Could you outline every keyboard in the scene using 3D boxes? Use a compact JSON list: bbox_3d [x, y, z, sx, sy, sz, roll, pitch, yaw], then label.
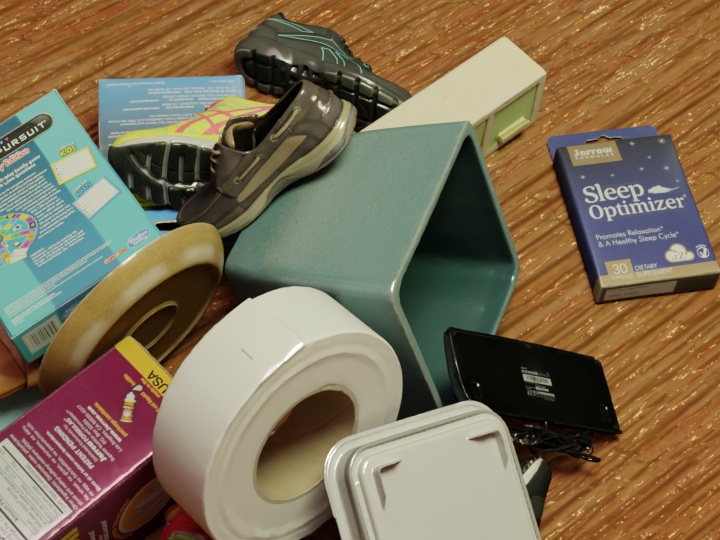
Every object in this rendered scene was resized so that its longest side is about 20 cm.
[{"bbox_3d":[0.143,0.113,1.377,0.198,0.040,0.105,13,54,-39],"label":"keyboard"}]

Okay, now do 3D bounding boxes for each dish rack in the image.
[{"bbox_3d":[0.072,0.209,1.238,0.170,0.043,0.203,-13,85,-31],"label":"dish rack"}]

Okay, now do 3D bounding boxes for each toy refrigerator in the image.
[{"bbox_3d":[0.089,-0.138,1.567,0.199,0.076,0.070,-36,64,-25],"label":"toy refrigerator"}]

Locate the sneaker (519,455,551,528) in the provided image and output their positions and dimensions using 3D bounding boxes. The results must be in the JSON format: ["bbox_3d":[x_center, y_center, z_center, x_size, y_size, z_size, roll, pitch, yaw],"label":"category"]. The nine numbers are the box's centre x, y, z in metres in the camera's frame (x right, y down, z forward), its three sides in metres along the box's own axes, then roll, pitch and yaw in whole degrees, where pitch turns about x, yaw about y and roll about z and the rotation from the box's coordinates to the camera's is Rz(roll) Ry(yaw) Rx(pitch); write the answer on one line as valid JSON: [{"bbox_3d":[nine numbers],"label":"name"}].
[{"bbox_3d":[0.114,0.244,1.324,0.090,0.070,0.200,47,51,-8],"label":"sneaker"}]

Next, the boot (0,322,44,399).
[{"bbox_3d":[-0.298,0.013,1.416,0.154,0.077,0.201,-29,69,-17],"label":"boot"}]

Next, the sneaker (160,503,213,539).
[{"bbox_3d":[-0.140,0.232,1.307,0.199,0.078,0.085,-30,57,-34],"label":"sneaker"}]

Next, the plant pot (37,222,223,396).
[{"bbox_3d":[-0.184,0.043,1.350,0.199,0.201,0.027,-38,72,-26],"label":"plant pot"}]

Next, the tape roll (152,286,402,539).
[{"bbox_3d":[-0.062,0.116,1.239,0.201,0.204,0.071,-34,50,-24],"label":"tape roll"}]

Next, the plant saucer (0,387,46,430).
[{"bbox_3d":[-0.336,0.068,1.425,0.197,0.028,0.202,2,56,-3],"label":"plant saucer"}]

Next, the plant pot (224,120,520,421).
[{"bbox_3d":[0.000,0.000,1.400,0.198,0.197,0.198,6,52,27],"label":"plant pot"}]

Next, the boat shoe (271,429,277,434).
[{"bbox_3d":[-0.005,0.166,1.342,0.198,0.057,0.067,21,48,27],"label":"boat shoe"}]

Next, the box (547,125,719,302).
[{"bbox_3d":[0.261,-0.066,1.558,0.119,0.033,0.202,-7,55,-9],"label":"box"}]

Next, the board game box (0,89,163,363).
[{"bbox_3d":[-0.272,-0.041,1.376,0.150,0.047,0.200,-33,60,-11],"label":"board game box"}]

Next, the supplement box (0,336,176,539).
[{"bbox_3d":[-0.227,0.172,1.299,0.199,0.132,0.103,-38,67,-25],"label":"supplement box"}]

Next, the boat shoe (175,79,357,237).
[{"bbox_3d":[-0.092,-0.101,1.386,0.073,0.199,0.075,43,28,-24],"label":"boat shoe"}]

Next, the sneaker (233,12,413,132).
[{"bbox_3d":[-0.027,-0.204,1.605,0.198,0.076,0.080,25,55,12],"label":"sneaker"}]

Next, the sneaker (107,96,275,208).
[{"bbox_3d":[-0.134,-0.116,1.468,0.197,0.079,0.091,-4,48,-15],"label":"sneaker"}]

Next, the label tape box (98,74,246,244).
[{"bbox_3d":[-0.174,-0.088,1.521,0.142,0.064,0.202,-2,57,-7],"label":"label tape box"}]
